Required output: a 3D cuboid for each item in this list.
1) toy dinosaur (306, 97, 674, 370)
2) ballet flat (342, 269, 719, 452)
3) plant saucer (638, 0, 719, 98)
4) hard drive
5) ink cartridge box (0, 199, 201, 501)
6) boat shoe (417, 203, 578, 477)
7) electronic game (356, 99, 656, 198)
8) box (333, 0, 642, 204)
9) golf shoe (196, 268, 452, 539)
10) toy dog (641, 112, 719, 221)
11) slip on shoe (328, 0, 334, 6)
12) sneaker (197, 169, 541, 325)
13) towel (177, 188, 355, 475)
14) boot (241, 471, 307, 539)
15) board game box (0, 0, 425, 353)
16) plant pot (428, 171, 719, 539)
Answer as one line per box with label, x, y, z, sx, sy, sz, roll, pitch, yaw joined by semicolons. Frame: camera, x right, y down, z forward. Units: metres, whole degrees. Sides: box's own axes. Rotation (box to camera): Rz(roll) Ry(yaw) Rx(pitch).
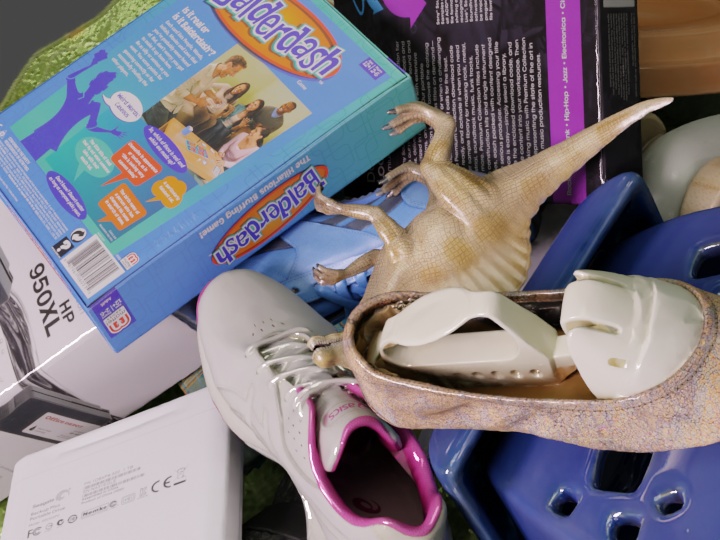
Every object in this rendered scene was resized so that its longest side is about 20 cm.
toy dinosaur;0.046;-0.027;0.751;0.200;0.058;0.101;-40;61;-8
ballet flat;0.077;0.032;0.634;0.198;0.067;0.069;-7;50;30
plant saucer;0.146;-0.134;0.905;0.198;0.033;0.201;-1;19;0
hard drive;-0.119;0.148;0.772;0.131;0.027;0.201;-21;35;13
ink cartridge box;-0.190;0.026;0.920;0.199;0.084;0.145;-34;54;14
boat shoe;0.096;0.027;0.832;0.065;0.072;0.201;29;62;-2
electronic game;0.081;-0.050;0.935;0.198;0.042;0.202;-5;62;10
box;0.059;-0.109;0.832;0.036;0.145;0.199;-9;9;-40
golf shoe;-0.014;0.065;0.741;0.075;0.092;0.201;-25;61;-20
toy dog;0.204;-0.038;0.841;0.198;0.097;0.132;-4;32;-17
slip on shoe;-0.017;-0.162;1.010;0.061;0.075;0.200;-29;31;-10
sneaker;0.000;0.000;0.829;0.198;0.066;0.079;-7;48;33
towel;-0.059;0.004;0.923;0.146;0.022;0.200;-41;52;0
boot;-0.071;0.156;0.822;0.210;0.080;0.158;2;45;38
board game box;-0.089;-0.072;0.844;0.199;0.045;0.152;-36;54;-9
plant pot;0.155;0.086;0.724;0.179;0.200;0.201;19;65;37
